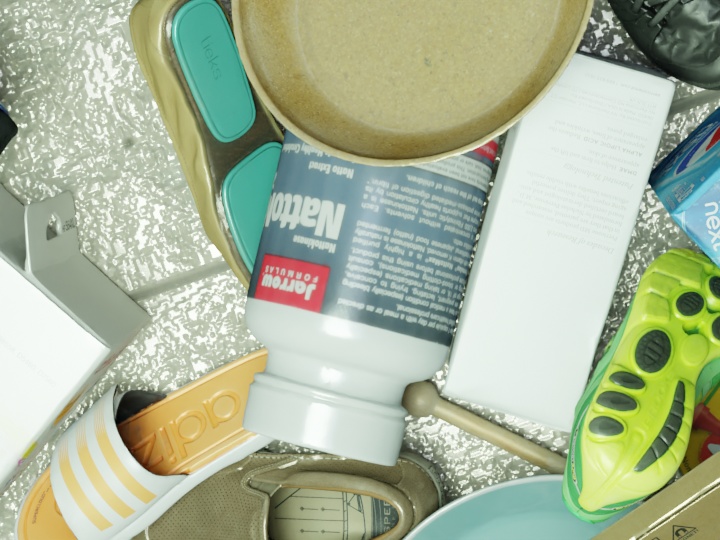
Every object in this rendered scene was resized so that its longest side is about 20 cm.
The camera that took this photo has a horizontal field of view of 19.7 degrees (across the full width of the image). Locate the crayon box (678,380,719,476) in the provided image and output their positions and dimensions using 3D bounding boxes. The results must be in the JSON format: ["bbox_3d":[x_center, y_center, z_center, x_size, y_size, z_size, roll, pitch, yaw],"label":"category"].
[{"bbox_3d":[0.272,0.077,1.164,0.199,0.051,0.128,-28,65,6],"label":"crayon box"}]

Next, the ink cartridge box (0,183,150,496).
[{"bbox_3d":[-0.221,0.050,1.184,0.125,0.129,0.200,41,99,-2],"label":"ink cartridge box"}]

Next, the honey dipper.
[{"bbox_3d":[0.115,0.112,1.216,0.199,0.038,0.038,27,98,5],"label":"honey dipper"}]

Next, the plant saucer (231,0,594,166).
[{"bbox_3d":[0.031,-0.147,1.082,0.198,0.035,0.202,-5,75,18],"label":"plant saucer"}]

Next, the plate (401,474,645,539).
[{"bbox_3d":[0.094,0.199,1.204,0.198,0.026,0.202,-5,117,-10],"label":"plate"}]

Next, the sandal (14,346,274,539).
[{"bbox_3d":[-0.123,0.094,1.204,0.206,0.059,0.079,-33,50,1],"label":"sandal"}]

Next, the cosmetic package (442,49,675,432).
[{"bbox_3d":[0.109,-0.022,1.160,0.080,0.113,0.202,15,100,3],"label":"cosmetic package"}]

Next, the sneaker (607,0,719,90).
[{"bbox_3d":[0.128,-0.179,1.121,0.060,0.104,0.201,-44,67,25],"label":"sneaker"}]

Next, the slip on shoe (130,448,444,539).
[{"bbox_3d":[-0.051,0.144,1.202,0.198,0.061,0.077,-4,98,19],"label":"slip on shoe"}]

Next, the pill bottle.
[{"bbox_3d":[0.000,0.000,1.150,0.118,0.120,0.202,13,87,3],"label":"pill bottle"}]

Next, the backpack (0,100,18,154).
[{"bbox_3d":[-0.295,-0.088,1.142,0.189,0.200,0.156,-22,77,21],"label":"backpack"}]

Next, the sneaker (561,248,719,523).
[{"bbox_3d":[0.155,0.059,1.119,0.074,0.200,0.084,39,136,3],"label":"sneaker"}]

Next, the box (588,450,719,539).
[{"bbox_3d":[0.220,0.144,1.097,0.199,0.021,0.163,-37,133,14],"label":"box"}]

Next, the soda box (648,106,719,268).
[{"bbox_3d":[0.202,-0.038,1.104,0.064,0.200,0.068,-44,92,8],"label":"soda box"}]

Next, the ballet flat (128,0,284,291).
[{"bbox_3d":[-0.079,-0.072,1.192,0.068,0.063,0.202,-32,116,-32],"label":"ballet flat"}]
